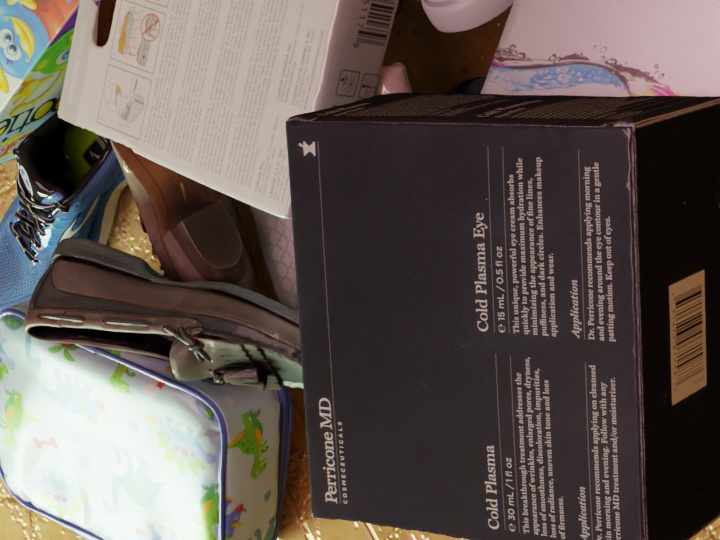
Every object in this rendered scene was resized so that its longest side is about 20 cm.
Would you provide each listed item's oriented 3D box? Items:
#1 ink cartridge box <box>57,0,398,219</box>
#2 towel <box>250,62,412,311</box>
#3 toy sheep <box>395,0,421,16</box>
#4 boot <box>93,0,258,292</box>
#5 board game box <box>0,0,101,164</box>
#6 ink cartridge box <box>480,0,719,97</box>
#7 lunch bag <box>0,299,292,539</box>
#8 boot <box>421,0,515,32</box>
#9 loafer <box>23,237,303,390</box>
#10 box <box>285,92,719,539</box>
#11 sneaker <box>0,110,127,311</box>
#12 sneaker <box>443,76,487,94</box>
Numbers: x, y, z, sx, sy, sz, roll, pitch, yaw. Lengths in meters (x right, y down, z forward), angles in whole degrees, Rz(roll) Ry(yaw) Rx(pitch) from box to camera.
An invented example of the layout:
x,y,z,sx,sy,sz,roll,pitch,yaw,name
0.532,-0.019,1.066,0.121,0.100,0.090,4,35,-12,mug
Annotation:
x,y,z,sx,sy,sz,roll,pitch,yaw,name
-0.071,-0.131,1.035,0.200,0.057,0.163,25,106,44,ink cartridge box
0.000,0.000,1.076,0.191,0.032,0.201,-14,93,62,towel
0.006,-0.206,1.083,0.200,0.138,0.138,-46,70,15,toy sheep
-0.117,-0.062,1.166,0.070,0.146,0.201,-18,87,-12,boot
-0.209,-0.162,1.198,0.105,0.103,0.200,51,130,8,board game box
0.162,-0.093,0.988,0.146,0.147,0.200,27,106,27,ink cartridge box
-0.140,0.102,1.209,0.200,0.082,0.161,20,122,30,lunch bag
0.069,-0.221,1.004,0.073,0.200,0.096,-4,135,39,boot
-0.104,0.041,1.110,0.200,0.072,0.063,18,62,26,loafer
0.072,0.020,0.907,0.182,0.104,0.201,5,103,33,box
-0.199,-0.052,1.244,0.079,0.089,0.200,45,114,22,sneaker
0.047,-0.067,1.099,0.079,0.078,0.200,41,114,16,sneaker
